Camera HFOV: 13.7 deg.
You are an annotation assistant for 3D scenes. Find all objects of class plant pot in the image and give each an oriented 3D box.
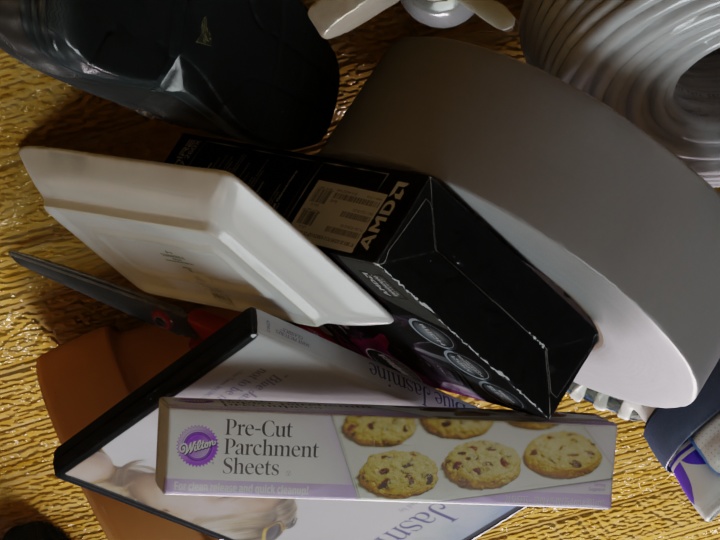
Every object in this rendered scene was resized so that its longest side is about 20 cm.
[{"bbox_3d":[-0.056,0.098,1.522,0.140,0.200,0.200,-29,150,1],"label":"plant pot"}]

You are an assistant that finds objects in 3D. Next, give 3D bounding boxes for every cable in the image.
[{"bbox_3d":[0.173,-0.104,1.332,0.200,0.069,0.200,12,145,-34],"label":"cable"}]

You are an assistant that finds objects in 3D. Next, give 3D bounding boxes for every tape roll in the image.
[{"bbox_3d":[0.079,-0.020,1.341,0.200,0.066,0.200,30,166,8],"label":"tape roll"}]

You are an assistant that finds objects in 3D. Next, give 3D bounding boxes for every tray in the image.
[{"bbox_3d":[-0.076,-0.011,1.328,0.107,0.022,0.200,41,164,-29],"label":"tray"}]

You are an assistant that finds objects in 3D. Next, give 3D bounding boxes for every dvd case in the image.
[{"bbox_3d":[-0.020,0.088,1.372,0.200,0.018,0.143,25,134,-35],"label":"dvd case"}]

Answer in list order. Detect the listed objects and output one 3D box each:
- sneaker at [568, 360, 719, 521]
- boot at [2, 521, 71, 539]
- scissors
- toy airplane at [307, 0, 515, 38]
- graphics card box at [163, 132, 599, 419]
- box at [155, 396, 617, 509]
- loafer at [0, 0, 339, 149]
[{"bbox_3d":[0.142,0.059,1.536,0.200,0.147,0.081,-5,151,-8],"label":"sneaker"},{"bbox_3d":[-0.231,0.224,1.790,0.168,0.077,0.200,-19,156,9],"label":"boot"},{"bbox_3d":[-0.081,0.021,1.422,0.200,0.014,0.073,32,145,12],"label":"scissors"},{"bbox_3d":[0.093,-0.160,1.130,0.199,0.141,0.200,-9,144,-40],"label":"toy airplane"},{"bbox_3d":[0.000,0.000,1.345,0.125,0.051,0.200,43,162,-33],"label":"graphics card box"},{"bbox_3d":[0.012,0.079,1.304,0.200,0.042,0.039,3,-176,-10],"label":"box"},{"bbox_3d":[-0.084,-0.099,1.281,0.072,0.073,0.200,6,169,37],"label":"loafer"}]
